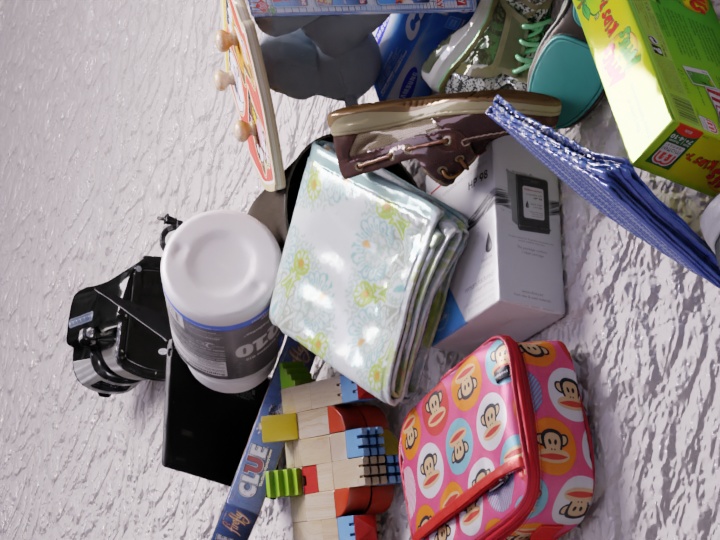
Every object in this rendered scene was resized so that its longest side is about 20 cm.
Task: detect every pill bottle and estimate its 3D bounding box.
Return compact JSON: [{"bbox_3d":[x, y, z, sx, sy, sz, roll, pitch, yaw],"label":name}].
[{"bbox_3d":[-0.126,0.036,1.737,0.200,0.113,0.115,92,177,-65],"label":"pill bottle"}]

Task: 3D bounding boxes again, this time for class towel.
[{"bbox_3d":[0.000,0.000,1.557,0.200,0.048,0.172,33,110,46],"label":"towel"},{"bbox_3d":[0.179,-0.058,1.314,0.024,0.145,0.200,-50,28,2],"label":"towel"}]

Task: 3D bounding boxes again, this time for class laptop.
[{"bbox_3d":[-0.180,0.128,1.909,0.115,0.187,0.202,-11,68,33],"label":"laptop"}]

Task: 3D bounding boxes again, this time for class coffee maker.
[{"bbox_3d":[-0.269,0.053,2.265,0.200,0.134,0.193,-15,44,62],"label":"coffee maker"}]

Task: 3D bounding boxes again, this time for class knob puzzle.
[{"bbox_3d":[-0.107,-0.157,1.663,0.220,0.030,0.222,167,90,-80],"label":"knob puzzle"}]

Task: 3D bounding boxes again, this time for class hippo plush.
[{"bbox_3d":[-0.027,-0.245,1.732,0.161,0.198,0.160,94,173,-54],"label":"hippo plush"}]

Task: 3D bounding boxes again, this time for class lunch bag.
[{"bbox_3d":[0.107,0.163,1.450,0.200,0.081,0.177,-48,43,51],"label":"lunch bag"}]

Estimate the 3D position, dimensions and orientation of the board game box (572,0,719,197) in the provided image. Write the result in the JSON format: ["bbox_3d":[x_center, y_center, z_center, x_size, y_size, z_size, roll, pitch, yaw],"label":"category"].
[{"bbox_3d":[0.216,-0.145,1.296,0.048,0.101,0.201,-48,39,35],"label":"board game box"}]

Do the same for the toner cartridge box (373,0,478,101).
[{"bbox_3d":[0.068,-0.253,1.731,0.201,0.043,0.095,-61,30,35],"label":"toner cartridge box"}]

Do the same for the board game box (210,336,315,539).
[{"bbox_3d":[-0.096,0.175,1.808,0.136,0.034,0.201,113,177,-56],"label":"board game box"}]

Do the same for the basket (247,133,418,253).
[{"bbox_3d":[-0.033,-0.038,1.756,0.181,0.135,0.200,66,162,-8],"label":"basket"}]

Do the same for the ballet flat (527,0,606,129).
[{"bbox_3d":[0.185,-0.195,1.441,0.064,0.067,0.201,-51,-15,-41],"label":"ballet flat"}]

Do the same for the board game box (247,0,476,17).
[{"bbox_3d":[0.033,-0.281,1.586,0.199,0.200,0.062,11,130,30],"label":"board game box"}]

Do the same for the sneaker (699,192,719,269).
[{"bbox_3d":[0.290,-0.043,1.158,0.200,0.074,0.085,121,144,-54],"label":"sneaker"}]

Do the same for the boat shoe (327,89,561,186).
[{"bbox_3d":[0.069,-0.104,1.481,0.198,0.072,0.073,-4,99,22],"label":"boat shoe"}]

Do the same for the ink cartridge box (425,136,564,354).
[{"bbox_3d":[0.109,-0.042,1.532,0.116,0.066,0.202,-38,47,54],"label":"ink cartridge box"}]

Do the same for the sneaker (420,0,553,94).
[{"bbox_3d":[0.136,-0.193,1.565,0.089,0.077,0.200,57,139,13],"label":"sneaker"}]

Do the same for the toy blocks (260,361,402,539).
[{"bbox_3d":[-0.010,0.175,1.689,0.136,0.099,0.202,-16,76,53],"label":"toy blocks"}]
